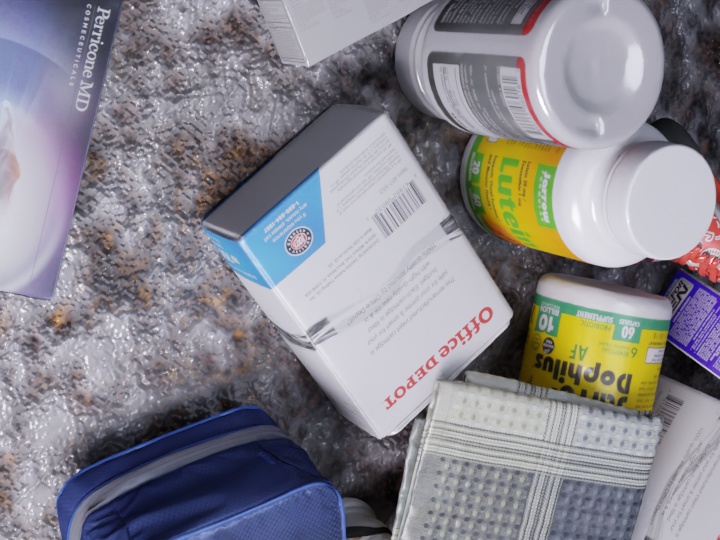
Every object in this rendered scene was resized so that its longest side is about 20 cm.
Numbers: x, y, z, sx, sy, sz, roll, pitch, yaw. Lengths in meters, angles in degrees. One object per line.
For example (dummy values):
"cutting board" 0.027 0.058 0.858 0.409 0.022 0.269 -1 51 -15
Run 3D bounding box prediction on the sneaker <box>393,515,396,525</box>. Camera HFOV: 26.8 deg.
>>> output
"sneaker" 0.050 0.222 1.195 0.090 0.070 0.201 22 82 -49

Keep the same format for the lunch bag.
"lunch bag" -0.121 0.194 1.075 0.199 0.132 0.137 -18 124 -26

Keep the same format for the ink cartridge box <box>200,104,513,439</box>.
"ink cartridge box" 0.000 0.000 1.128 0.146 0.086 0.200 -42 118 -15

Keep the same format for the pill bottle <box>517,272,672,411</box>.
"pill bottle" 0.181 0.111 1.233 0.112 0.113 0.201 8 96 -30

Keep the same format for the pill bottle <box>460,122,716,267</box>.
"pill bottle" 0.171 -0.064 1.144 0.110 0.200 0.112 -6 102 -28

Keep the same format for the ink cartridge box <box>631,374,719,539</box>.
"ink cartridge box" 0.283 0.184 1.248 0.084 0.200 0.145 32 87 -33

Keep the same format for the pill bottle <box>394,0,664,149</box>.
"pill bottle" 0.116 -0.152 1.096 0.113 0.200 0.115 -6 102 -28

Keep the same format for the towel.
"towel" 0.120 0.182 1.157 0.199 0.035 0.194 12 98 -19

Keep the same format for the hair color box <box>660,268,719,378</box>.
"hair color box" 0.337 0.079 1.260 0.109 0.200 0.065 30 99 -29

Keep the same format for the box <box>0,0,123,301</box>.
"box" -0.274 -0.102 0.937 0.197 0.123 0.201 11 94 -31

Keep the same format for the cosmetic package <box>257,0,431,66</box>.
"cosmetic package" 0.018 -0.231 1.113 0.199 0.051 0.083 -30 114 -21

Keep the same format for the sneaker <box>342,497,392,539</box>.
"sneaker" -0.042 0.270 1.161 0.074 0.080 0.201 37 83 -31

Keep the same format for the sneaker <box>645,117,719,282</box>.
"sneaker" 0.270 -0.020 1.248 0.108 0.067 0.202 -35 82 -19
